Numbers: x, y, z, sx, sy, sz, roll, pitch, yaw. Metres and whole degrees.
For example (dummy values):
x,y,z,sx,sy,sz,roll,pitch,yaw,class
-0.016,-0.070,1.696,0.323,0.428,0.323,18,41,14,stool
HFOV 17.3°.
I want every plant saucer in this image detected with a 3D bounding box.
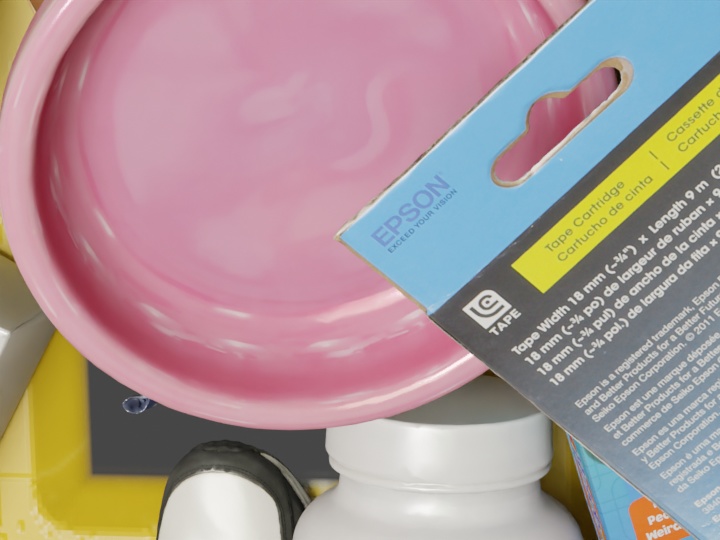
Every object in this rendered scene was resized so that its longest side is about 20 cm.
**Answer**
x,y,z,sx,sy,sz,roll,pitch,yaw,class
-0.017,-0.043,0.762,0.199,0.051,0.202,-5,121,-7,plant saucer

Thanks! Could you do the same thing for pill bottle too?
x,y,z,sx,sy,sz,roll,pitch,yaw,class
0.028,0.145,0.896,0.111,0.112,0.202,2,100,8,pill bottle

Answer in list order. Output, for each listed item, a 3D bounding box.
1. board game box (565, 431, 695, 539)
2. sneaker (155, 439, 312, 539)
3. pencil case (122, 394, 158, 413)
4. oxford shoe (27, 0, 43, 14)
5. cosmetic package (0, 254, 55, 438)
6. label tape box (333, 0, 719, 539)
x,y,z,sx,sy,sz,roll,pitch,yaw,class
0.155,0.068,0.853,0.151,0.045,0.201,-20,115,-1,board game box
-0.049,0.168,0.931,0.073,0.080,0.202,-1,99,11,sneaker
0.000,0.000,0.886,0.198,0.090,0.078,-10,116,10,pencil case
-0.111,-0.135,0.890,0.071,0.071,0.201,-26,97,11,oxford shoe
-0.210,0.076,0.936,0.107,0.085,0.201,28,104,4,cosmetic package
0.105,-0.014,0.734,0.144,0.063,0.200,-42,118,16,label tape box
